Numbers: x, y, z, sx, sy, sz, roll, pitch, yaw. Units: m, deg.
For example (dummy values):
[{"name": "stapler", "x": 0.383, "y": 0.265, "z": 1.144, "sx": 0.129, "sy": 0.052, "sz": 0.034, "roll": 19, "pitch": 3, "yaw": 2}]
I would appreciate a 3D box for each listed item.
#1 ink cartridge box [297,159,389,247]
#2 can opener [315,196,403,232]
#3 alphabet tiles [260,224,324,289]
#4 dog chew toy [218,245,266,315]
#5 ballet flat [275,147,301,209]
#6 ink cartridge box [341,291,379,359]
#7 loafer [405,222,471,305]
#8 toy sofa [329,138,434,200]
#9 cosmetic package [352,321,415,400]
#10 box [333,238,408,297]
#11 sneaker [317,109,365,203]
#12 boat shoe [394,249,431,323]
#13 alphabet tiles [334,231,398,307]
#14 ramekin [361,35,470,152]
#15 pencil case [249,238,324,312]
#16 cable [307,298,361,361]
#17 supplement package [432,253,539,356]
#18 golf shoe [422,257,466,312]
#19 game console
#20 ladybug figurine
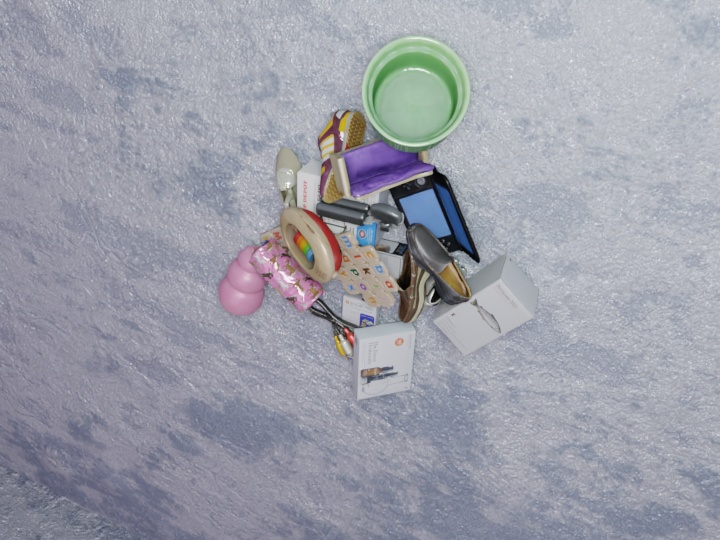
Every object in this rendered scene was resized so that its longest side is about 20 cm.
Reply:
[{"name": "ink cartridge box", "x": -0.042, "y": -0.152, "z": 1.313, "sx": 0.197, "sy": 0.085, "sz": 0.148, "roll": 15, "pitch": 125, "yaw": 15}, {"name": "can opener", "x": 0.000, "y": -0.129, "z": 1.221, "sx": 0.197, "sy": 0.053, "sz": 0.067, "roll": 12, "pitch": 140, "yaw": 19}, {"name": "alphabet tiles", "x": -0.174, "y": -0.020, "z": 1.473, "sx": 0.194, "sy": 0.015, "sz": 0.201, "roll": -16, "pitch": 113, "yaw": 46}, {"name": "dog chew toy", "x": -0.300, "y": 0.022, "z": 1.521, "sx": 0.123, "sy": 0.125, "sz": 0.202, "roll": 30, "pitch": 121, "yaw": 5}, {"name": "ballet flat", "x": -0.165, "y": -0.185, "z": 1.361, "sx": 0.068, "sy": 0.070, "sz": 0.203, "roll": 2, "pitch": 120, "yaw": 24}, {"name": "ink cartridge box", "x": -0.002, "y": 0.152, "z": 1.513, "sx": 0.093, "sy": 0.037, "sz": 0.203, "roll": 16, "pitch": 123, "yaw": 16}, {"name": "loafer", "x": 0.169, "y": -0.017, "z": 1.208, "sx": 0.201, "sy": 0.073, "sz": 0.072, "roll": 52, "pitch": 161, "yaw": -12}, {"name": "toy sofa", "x": 0.046, "y": -0.217, "z": 1.158, "sx": 0.098, "sy": 0.198, "sz": 0.084, "roll": 40, "pitch": 147, "yaw": 58}, {"name": "cosmetic package", "x": 0.058, "y": 0.230, "z": 1.477, "sx": 0.148, "sy": 0.052, "sz": 0.203, "roll": -9, "pitch": 124, "yaw": -16}, {"name": "box", "x": 0.017, "y": -0.019, "z": 1.379, "sx": 0.197, "sy": 0.060, "sz": 0.118, "roll": 13, "pitch": 124, "yaw": 20}, {"name": "sneaker", "x": -0.055, "y": -0.242, "z": 1.227, "sx": 0.089, "sy": 0.075, "sz": 0.203, "roll": 15, "pitch": 83, "yaw": 39}, {"name": "boat shoe", "x": 0.107, "y": 0.032, "z": 1.303, "sx": 0.074, "sy": 0.075, "sz": 0.205, "roll": -2, "pitch": 122, "yaw": -23}, {"name": "alphabet tiles", "x": 0.000, "y": 0.000, "z": 1.305, "sx": 0.195, "sy": 0.015, "sz": 0.201, "roll": -8, "pitch": 120, "yaw": 56}, {"name": "ramekin", "x": 0.101, "y": -0.321, "z": 1.083, "sx": 0.196, "sy": 0.098, "sz": 0.204, "roll": 0, "pitch": 87, "yaw": 2}, {"name": "pencil case", "x": -0.181, "y": 0.012, "z": 1.430, "sx": 0.200, "sy": 0.083, "sz": 0.086, "roll": 46, "pitch": 120, "yaw": -3}, {"name": "cable", "x": -0.062, "y": 0.142, "z": 1.484, "sx": 0.097, "sy": 0.050, "sz": 0.200, "roll": -34, "pitch": 102, "yaw": 35}, {"name": "supplement package", "x": 0.279, "y": 0.078, "z": 1.286, "sx": 0.117, "sy": 0.118, "sz": 0.199, "roll": 46, "pitch": 127, "yaw": -7}, {"name": "golf shoe", "x": 0.158, "y": 0.052, "z": 1.340, "sx": 0.078, "sy": 0.098, "sz": 0.200, "roll": 38, "pitch": 129, "yaw": -4}, {"name": "game console", "x": 0.154, "y": -0.106, "z": 1.231, "sx": 0.174, "sy": 0.117, "sz": 0.202, "roll": -14, "pitch": 113, "yaw": 30}, {"name": "ladybug figurine", "x": -0.103, "y": -0.061, "z": 1.271, "sx": 0.201, "sy": 0.071, "sz": 0.136, "roll": 52, "pitch": 147, "yaw": 19}]
